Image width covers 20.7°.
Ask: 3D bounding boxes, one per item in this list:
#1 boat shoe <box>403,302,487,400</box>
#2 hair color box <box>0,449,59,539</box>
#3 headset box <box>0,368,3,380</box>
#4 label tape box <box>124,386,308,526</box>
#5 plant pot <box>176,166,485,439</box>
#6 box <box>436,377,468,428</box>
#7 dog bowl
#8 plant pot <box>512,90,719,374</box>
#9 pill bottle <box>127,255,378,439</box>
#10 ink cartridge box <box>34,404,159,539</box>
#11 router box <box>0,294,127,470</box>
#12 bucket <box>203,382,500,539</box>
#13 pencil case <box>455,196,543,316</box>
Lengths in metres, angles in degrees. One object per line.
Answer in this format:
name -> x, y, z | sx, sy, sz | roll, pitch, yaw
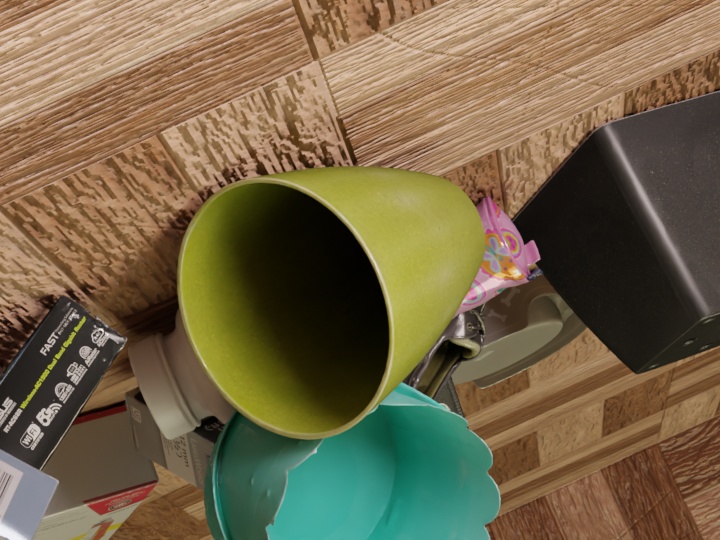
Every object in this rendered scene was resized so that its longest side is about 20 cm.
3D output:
boat shoe -> 0.080, 0.056, 1.751 | 0.201, 0.066, 0.072 | -52, 148, -7
hair color box -> -0.296, 0.180, 1.375 | 0.200, 0.099, 0.061 | -41, -158, 50
headset box -> -0.362, 0.090, 1.325 | 0.199, 0.075, 0.149 | -14, 161, -35
label tape box -> -0.082, 0.129, 1.644 | 0.143, 0.067, 0.199 | -25, -151, -32
plant pot -> 0.000, 0.000, 1.433 | 0.187, 0.188, 0.200 | -37, 174, 38
box -> -0.008, 0.136, 1.821 | 0.199, 0.194, 0.048 | -21, -155, -7
dog bowl -> 0.135, 0.067, 2.022 | 0.199, 0.059, 0.200 | -23, 164, -7
plant pot -> 0.282, -0.027, 1.717 | 0.199, 0.178, 0.200 | -17, 164, -27
pill bottle -> -0.079, 0.057, 1.573 | 0.199, 0.112, 0.111 | -24, 164, 1
ink cartridge box -> -0.288, 0.212, 1.816 | 0.144, 0.084, 0.200 | -15, 162, -31
router box -> -0.266, 0.126, 1.475 | 0.200, 0.062, 0.150 | -44, -168, 51
bucket -> -0.013, 0.175, 1.489 | 0.206, 0.209, 0.135 | -16, -160, -28
pencil case -> 0.054, 0.016, 1.688 | 0.199, 0.088, 0.087 | -30, 164, 13
